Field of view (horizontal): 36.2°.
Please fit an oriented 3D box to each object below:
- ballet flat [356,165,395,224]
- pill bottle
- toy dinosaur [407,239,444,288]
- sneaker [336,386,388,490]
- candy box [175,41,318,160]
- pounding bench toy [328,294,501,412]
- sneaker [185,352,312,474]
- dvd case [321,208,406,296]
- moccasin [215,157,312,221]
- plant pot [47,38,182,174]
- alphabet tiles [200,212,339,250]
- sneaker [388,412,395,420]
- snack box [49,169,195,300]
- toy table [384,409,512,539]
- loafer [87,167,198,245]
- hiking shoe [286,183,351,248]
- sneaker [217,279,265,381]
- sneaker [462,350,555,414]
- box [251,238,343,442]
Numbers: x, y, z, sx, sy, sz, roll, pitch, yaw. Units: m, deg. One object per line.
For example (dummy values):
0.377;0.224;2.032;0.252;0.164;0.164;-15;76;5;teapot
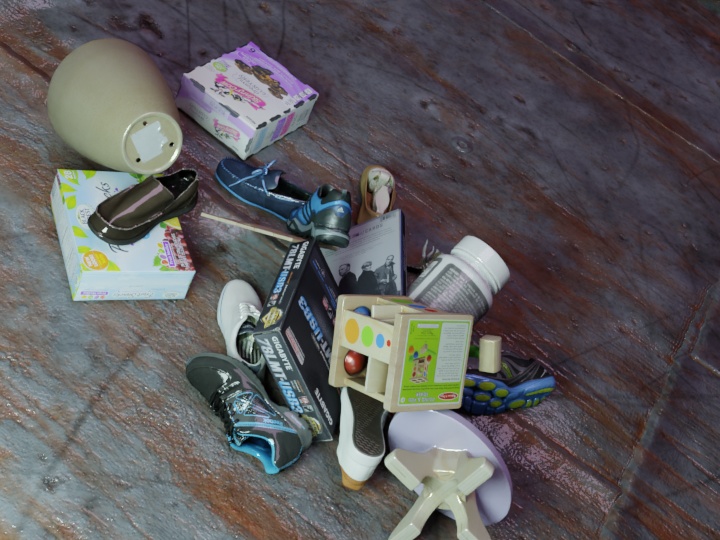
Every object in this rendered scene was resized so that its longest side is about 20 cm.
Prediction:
0.035;-0.132;1.892;0.068;0.063;0.201;18;41;-12;ballet flat
0.126;0.049;1.654;0.114;0.114;0.200;41;75;15;pill bottle
0.055;0.033;1.740;0.198;0.078;0.103;-17;50;-26;toy dinosaur
-0.004;0.217;1.503;0.072;0.085;0.201;19;30;-5;sneaker
-0.198;-0.300;1.924;0.167;0.072;0.200;38;40;10;candy box
0.076;0.107;1.494;0.198;0.126;0.155;2;8;-37;pounding bench toy
-0.157;0.184;1.447;0.199;0.074;0.082;36;42;9;sneaker
0.000;0.000;1.687;0.025;0.149;0.201;56;23;-36;dvd case
-0.138;-0.139;1.795;0.198;0.069;0.081;26;40;-4;moccasin
-0.343;-0.221;1.622;0.185;0.190;0.200;-3;28;-32;plant pot
-0.120;-0.055;1.664;0.165;0.008;0.199;16;3;28;alphabet tiles
0.078;0.187;1.571;0.076;0.082;0.201;5;43;-25;sneaker
-0.346;-0.052;1.586;0.167;0.068;0.201;1;47;-30;snack box
0.109;0.280;1.439;0.199;0.185;0.117;34;25;0;toy table
-0.303;-0.102;1.554;0.073;0.072;0.200;40;41;12;loafer
-0.055;-0.087;1.678;0.074;0.088;0.200;13;3;-24;hiking shoe
-0.158;0.082;1.553;0.072;0.071;0.202;8;45;-23;sneaker
0.210;0.168;1.686;0.198;0.071;0.083;0;42;-37;sneaker
-0.067;0.095;1.515;0.049;0.202;0.200;-11;33;21;box
